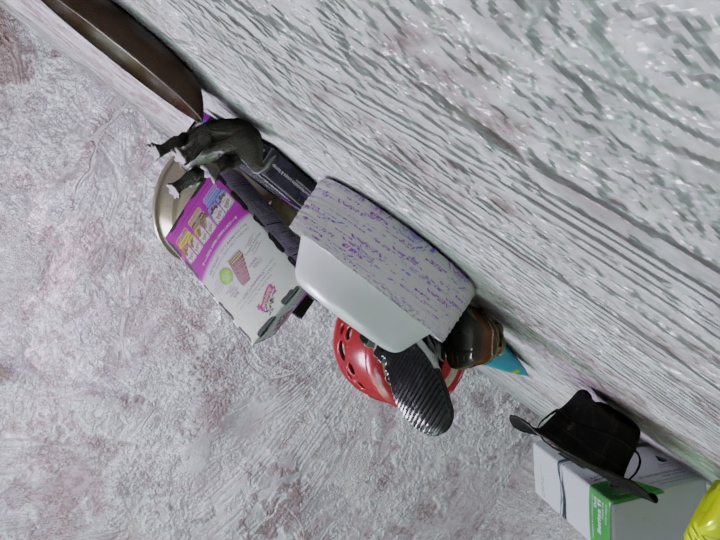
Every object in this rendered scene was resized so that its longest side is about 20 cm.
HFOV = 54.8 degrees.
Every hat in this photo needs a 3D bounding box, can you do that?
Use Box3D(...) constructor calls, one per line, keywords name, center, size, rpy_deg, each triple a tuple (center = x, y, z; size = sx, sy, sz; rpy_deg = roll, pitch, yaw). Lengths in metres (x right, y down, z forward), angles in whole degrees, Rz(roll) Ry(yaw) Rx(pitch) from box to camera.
Box3D(name="hat", center=(0.268, 0.188, 0.812), size=(0.198, 0.082, 0.201), rpy_deg=(28, 175, 3))

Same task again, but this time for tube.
Box3D(name="tube", center=(0.204, 0.125, 1.057), size=(0.077, 0.051, 0.199), rpy_deg=(43, -173, 30))

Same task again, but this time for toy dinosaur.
Box3D(name="toy dinosaur", center=(-0.150, -0.128, 0.717), size=(0.197, 0.102, 0.078), rpy_deg=(-10, 120, 46))

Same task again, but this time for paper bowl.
Box3D(name="paper bowl", center=(0.012, 0.005, 0.716), size=(0.199, 0.105, 0.201), rpy_deg=(36, 179, 1))

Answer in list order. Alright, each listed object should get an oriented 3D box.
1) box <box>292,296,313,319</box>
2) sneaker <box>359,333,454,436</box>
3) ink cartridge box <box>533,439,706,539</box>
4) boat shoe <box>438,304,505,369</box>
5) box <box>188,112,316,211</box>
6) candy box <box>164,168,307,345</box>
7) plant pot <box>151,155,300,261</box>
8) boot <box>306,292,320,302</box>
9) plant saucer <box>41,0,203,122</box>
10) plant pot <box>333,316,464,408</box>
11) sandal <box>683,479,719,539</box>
Box3D(name="box", center=(-0.118, -0.026, 1.261), size=(0.086, 0.165, 0.200), rpy_deg=(36, 177, -24))
Box3D(name="sneaker", center=(0.070, 0.102, 0.806), size=(0.087, 0.075, 0.202), rpy_deg=(10, -145, -36))
Box3D(name="ink cartridge box", center=(0.343, 0.293, 0.946), size=(0.143, 0.085, 0.200), rpy_deg=(-8, -171, -14))
Box3D(name="boat shoe", center=(0.134, 0.074, 0.818), size=(0.072, 0.078, 0.200), rpy_deg=(4, 180, -3))
Box3D(name="box", center=(-0.117, -0.125, 0.867), size=(0.142, 0.036, 0.199), rpy_deg=(37, 179, -43))
Box3D(name="candy box", center=(-0.158, -0.022, 0.944), size=(0.201, 0.137, 0.061), rpy_deg=(48, -153, 11))
Box3D(name="plant pot", center=(-0.185, -0.085, 1.073), size=(0.181, 0.204, 0.200), rpy_deg=(20, 170, 32))
Box3D(name="boot", center=(0.000, 0.000, 0.900), size=(0.130, 0.070, 0.201), rpy_deg=(35, -154, -16))
Box3D(name="plant saucer", center=(-0.227, -0.218, 0.671), size=(0.198, 0.032, 0.200), rpy_deg=(36, 179, 1))
Box3D(name="plant pot", center=(0.070, 0.127, 1.142), size=(0.199, 0.203, 0.182), rpy_deg=(36, 174, -19))
Box3D(name="sandal", center=(0.385, 0.263, 0.702), size=(0.086, 0.081, 0.200), rpy_deg=(30, 177, 25))
